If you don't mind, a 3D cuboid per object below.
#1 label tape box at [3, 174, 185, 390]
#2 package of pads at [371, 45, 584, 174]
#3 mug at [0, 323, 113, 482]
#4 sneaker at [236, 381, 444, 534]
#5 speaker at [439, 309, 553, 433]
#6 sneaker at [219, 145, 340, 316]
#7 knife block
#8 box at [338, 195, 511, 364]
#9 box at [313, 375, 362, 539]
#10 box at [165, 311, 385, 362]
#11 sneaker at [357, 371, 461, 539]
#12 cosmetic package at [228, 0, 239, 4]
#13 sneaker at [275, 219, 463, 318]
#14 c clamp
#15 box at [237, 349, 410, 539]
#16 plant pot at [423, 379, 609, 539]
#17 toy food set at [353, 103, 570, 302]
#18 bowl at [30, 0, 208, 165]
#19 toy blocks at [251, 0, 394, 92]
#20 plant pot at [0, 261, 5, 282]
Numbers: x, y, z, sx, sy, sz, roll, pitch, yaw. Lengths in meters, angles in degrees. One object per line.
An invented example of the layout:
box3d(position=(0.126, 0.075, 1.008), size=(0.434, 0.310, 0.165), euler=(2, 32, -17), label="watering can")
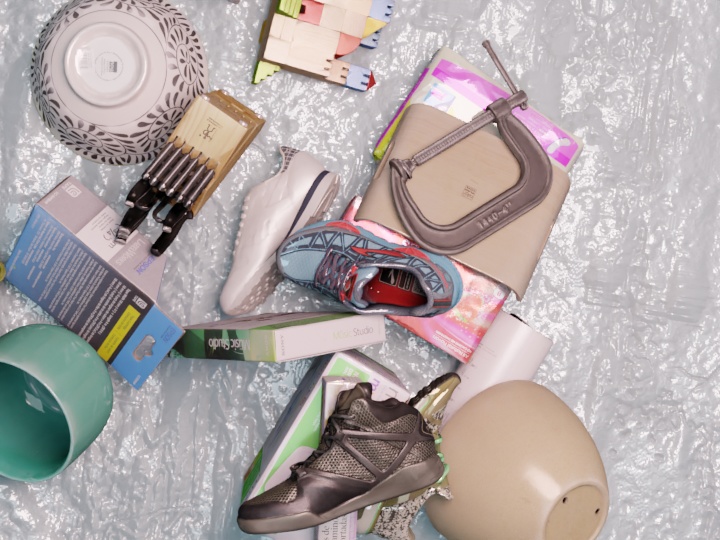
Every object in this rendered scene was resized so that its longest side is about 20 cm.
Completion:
box3d(position=(-0.274, 0.016, 1.224), size=(0.200, 0.144, 0.063), euler=(41, 46, -3), label="label tape box")
box3d(position=(0.128, -0.130, 1.277), size=(0.200, 0.068, 0.155), euler=(33, 90, -3), label="package of pads")
box3d(position=(-0.358, 0.136, 1.231), size=(0.185, 0.114, 0.152), euler=(-10, 110, 26), label="mug")
box3d(position=(-0.030, 0.171, 1.059), size=(0.199, 0.076, 0.114), euler=(-19, 94, -9), label="sneaker")
box3d(position=(0.134, 0.143, 1.280), size=(0.081, 0.081, 0.200), euler=(31, 90, -4), label="speaker")
box3d(position=(-0.105, -0.042, 1.273), size=(0.080, 0.076, 0.200), euler=(33, 85, 8), label="sneaker")
box3d(position=(-0.184, -0.101, 1.211), size=(0.064, 0.200, 0.176), euler=(35, 102, -4), label="knife block")
box3d(position=(0.053, 0.009, 1.264), size=(0.200, 0.095, 0.103), euler=(32, 91, -4), label="box")
box3d(position=(-0.022, 0.204, 1.118), size=(0.039, 0.041, 0.200), euler=(3, 94, -6), label="box")
box3d(position=(-0.092, 0.068, 1.184), size=(0.144, 0.200, 0.036), euler=(-8, 92, -41), label="box")
box3d(position=(0.064, 0.199, 1.181), size=(0.089, 0.077, 0.200), euler=(29, 97, 0), label="sneaker")
box3d(position=(-0.123, -0.402, 1.236), size=(0.090, 0.107, 0.200), euler=(27, 92, -3), label="cosmetic package")
box3d(position=(0.000, 0.000, 1.149), size=(0.200, 0.096, 0.079), euler=(11, 105, 17), label="sneaker")
box3d(position=(0.108, -0.117, 1.179), size=(0.200, 0.027, 0.171), euler=(-38, 87, -14), label="c clamp")
box3d(position=(-0.040, 0.184, 1.225), size=(0.097, 0.176, 0.200), euler=(31, 91, -4), label="box")
box3d(position=(0.185, 0.235, 1.215), size=(0.200, 0.134, 0.201), euler=(-12, 115, -28), label="plant pot")
box3d(position=(0.109, -0.073, 1.210), size=(0.200, 0.060, 0.144), euler=(25, 75, 2), label="toy food set")
box3d(position=(-0.269, -0.219, 1.240), size=(0.200, 0.094, 0.201), euler=(0, 91, -4), label="bowl")
box3d(position=(-0.028, -0.287, 1.260), size=(0.137, 0.100, 0.200), euler=(13, 92, -15), label="toy blocks")
box3d(position=(-0.498, 0.068, 1.202), size=(0.200, 0.200, 0.193), euler=(17, 103, -3), label="plant pot")
